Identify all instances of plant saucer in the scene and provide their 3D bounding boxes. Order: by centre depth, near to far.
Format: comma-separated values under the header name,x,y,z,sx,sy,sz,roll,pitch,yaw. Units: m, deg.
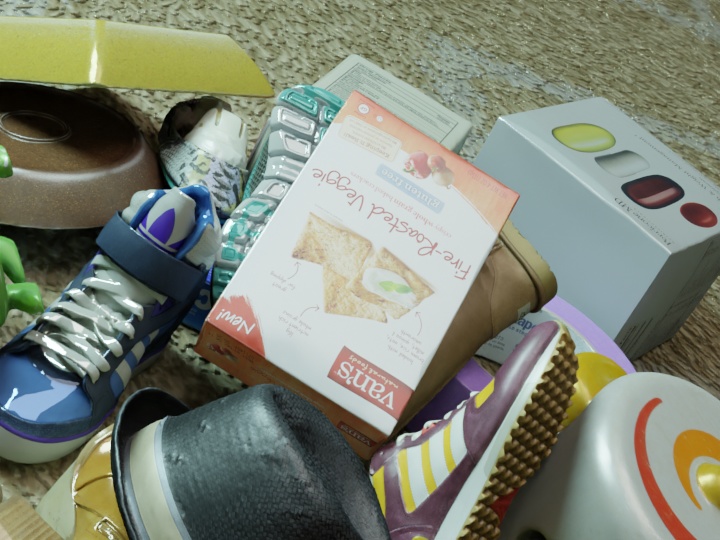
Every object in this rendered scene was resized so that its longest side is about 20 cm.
name,x,y,z,sx,sy,sz,roll,pitch,yaw
plant saucer,-0.238,-0.091,1.033,0.198,0.035,0.201,11,27,-5
plant saucer,-0.197,-0.164,1.094,0.199,0.049,0.199,9,9,36

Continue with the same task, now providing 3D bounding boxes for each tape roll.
name,x,y,z,sx,sy,sz,roll,pitch,yaw
tape roll,0.115,0.083,1.080,0.198,0.066,0.201,21,31,-13

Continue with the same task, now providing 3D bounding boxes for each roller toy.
name,x,y,z,sx,sy,sz,roll,pitch,yaw
roller toy,0.186,0.163,0.902,0.181,0.140,0.201,29,40,-19

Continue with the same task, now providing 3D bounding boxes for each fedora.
name,x,y,z,sx,sy,sz,roll,pitch,yaw
fedora,-0.043,0.134,0.754,0.201,0.091,0.201,53,14,-19

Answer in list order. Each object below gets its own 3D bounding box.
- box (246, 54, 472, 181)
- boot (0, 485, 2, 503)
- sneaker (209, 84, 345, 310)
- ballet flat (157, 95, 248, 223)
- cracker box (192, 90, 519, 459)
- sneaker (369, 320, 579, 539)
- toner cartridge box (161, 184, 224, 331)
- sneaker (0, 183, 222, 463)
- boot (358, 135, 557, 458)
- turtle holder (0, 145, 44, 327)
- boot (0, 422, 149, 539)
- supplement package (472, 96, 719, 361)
name,x,y,z,sx,sy,sz,roll,pitch,yaw
box,-0.007,-0.080,1.181,0.127,0.110,0.200,31,29,6
boot,-0.294,0.116,0.696,0.199,0.073,0.167,29,41,-2
sneaker,-0.056,-0.030,1.007,0.077,0.091,0.201,23,57,-4
ballet flat,-0.118,-0.096,1.095,0.071,0.073,0.200,18,13,-18
cracker box,0.000,0.000,0.923,0.133,0.058,0.201,31,63,-2
sneaker,0.055,0.109,0.862,0.090,0.201,0.075,26,-8,31
toner cartridge box,-0.076,0.017,1.039,0.199,0.043,0.095,27,30,-3
sneaker,-0.152,0.014,0.870,0.080,0.147,0.200,32,29,7
boot,0.016,0.010,0.989,0.199,0.066,0.175,-34,67,-25
turtle holder,-0.275,-0.034,0.850,0.131,0.142,0.186,-17,50,-17
boot,-0.115,0.162,0.773,0.144,0.071,0.201,45,24,4
supplement package,0.202,-0.033,1.250,0.191,0.148,0.199,41,31,20
